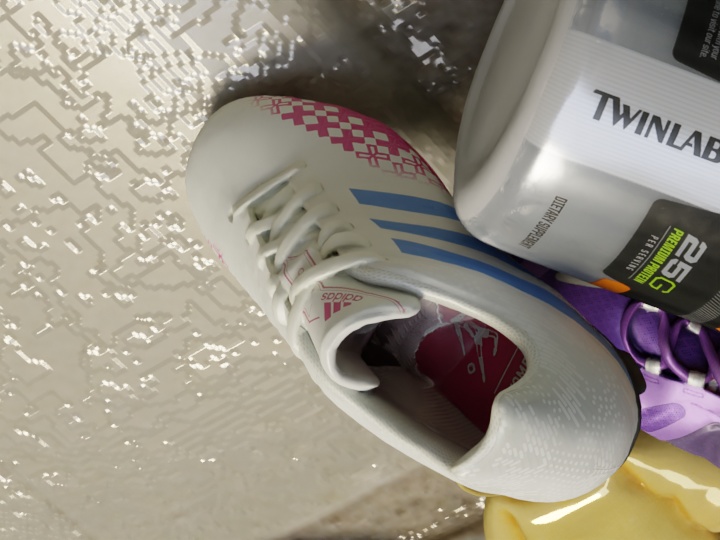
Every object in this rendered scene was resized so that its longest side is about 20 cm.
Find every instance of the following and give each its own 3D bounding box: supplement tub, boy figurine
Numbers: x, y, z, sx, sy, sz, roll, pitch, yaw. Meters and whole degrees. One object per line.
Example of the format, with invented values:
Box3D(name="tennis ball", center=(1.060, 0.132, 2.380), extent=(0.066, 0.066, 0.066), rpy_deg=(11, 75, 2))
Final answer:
Box3D(name="supplement tub", center=(0.137, -0.035, 0.642), extent=(0.200, 0.123, 0.123), rpy_deg=(20, 130, -7))
Box3D(name="boy figurine", center=(0.100, 0.096, 0.801), extent=(0.124, 0.065, 0.200), rpy_deg=(-19, 127, 27))

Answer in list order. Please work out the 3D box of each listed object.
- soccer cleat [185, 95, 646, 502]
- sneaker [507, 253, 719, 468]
Box3D(name="soccer cleat", center=(0.000, 0.000, 0.665), extent=(0.086, 0.200, 0.070), rpy_deg=(3, 117, -51))
Box3D(name="sneaker", center=(0.126, 0.033, 0.715), extent=(0.200, 0.083, 0.081), rpy_deg=(27, 96, -16))
